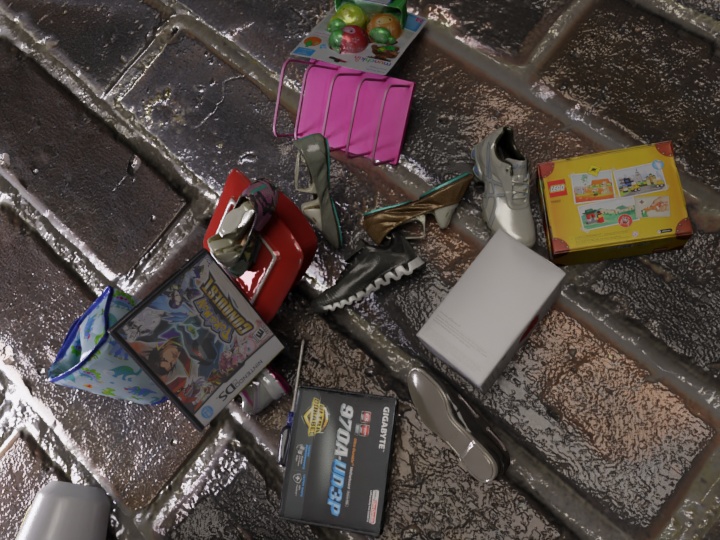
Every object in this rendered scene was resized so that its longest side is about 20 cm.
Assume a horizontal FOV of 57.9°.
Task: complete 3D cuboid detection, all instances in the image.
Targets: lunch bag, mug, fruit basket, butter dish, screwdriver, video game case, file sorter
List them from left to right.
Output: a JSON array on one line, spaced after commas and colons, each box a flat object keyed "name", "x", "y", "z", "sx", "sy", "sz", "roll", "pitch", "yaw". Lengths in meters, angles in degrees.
[{"name": "mug", "x": -0.485, "y": 0.415, "z": 1.028, "sx": 0.184, "sy": 0.150, "sz": 0.155, "roll": 5, "pitch": 67, "yaw": 9}, {"name": "lunch bag", "x": -0.372, "y": 0.138, "z": 1.032, "sx": 0.200, "sy": 0.169, "sz": 0.128, "roll": -42, "pitch": 40, "yaw": 28}, {"name": "video game case", "x": -0.235, "y": 0.102, "z": 0.964, "sx": 0.181, "sy": 0.025, "sz": 0.201, "roll": -44, "pitch": 109, "yaw": -22}, {"name": "butter dish", "x": -0.143, "y": -0.047, "z": 1.080, "sx": 0.200, "sy": 0.147, "sz": 0.200, "roll": 50, "pitch": 134, "yaw": 18}, {"name": "screwdriver", "x": -0.108, "y": 0.211, "z": 1.046, "sx": 0.028, "sy": 0.029, "sz": 0.202, "roll": 4, "pitch": 80, "yaw": 15}, {"name": "file sorter", "x": -0.032, "y": -0.267, "z": 1.092, "sx": 0.198, "sy": 0.125, "sz": 0.140, "roll": 18, "pitch": 109, "yaw": 18}, {"name": "fruit basket", "x": 0.000, "y": -0.419, "z": 1.141, "sx": 0.184, "sy": 0.094, "sz": 0.201, "roll": 19, "pitch": 47, "yaw": 18}]

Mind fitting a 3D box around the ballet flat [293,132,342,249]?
[{"name": "ballet flat", "x": -0.074, "y": -0.124, "z": 1.067, "sx": 0.063, "sy": 0.202, "sz": 0.067, "roll": -13, "pitch": 28, "yaw": -11}]

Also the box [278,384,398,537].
[{"name": "box", "x": -0.031, "y": 0.286, "z": 0.993, "sx": 0.157, "sy": 0.046, "sz": 0.202, "roll": 6, "pitch": 76, "yaw": 10}]

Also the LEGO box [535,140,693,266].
[{"name": "LEGO box", "x": 0.379, "y": -0.099, "z": 0.992, "sx": 0.198, "sy": 0.077, "sz": 0.151, "roll": -8, "pitch": 72, "yaw": 12}]

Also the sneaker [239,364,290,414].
[{"name": "sneaker", "x": -0.211, "y": 0.156, "z": 1.063, "sx": 0.200, "sy": 0.081, "sz": 0.088, "roll": 42, "pitch": 85, "yaw": 21}]

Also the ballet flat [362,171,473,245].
[{"name": "ballet flat", "x": 0.101, "y": -0.093, "z": 1.073, "sx": 0.198, "sy": 0.068, "sz": 0.073, "roll": -22, "pitch": 90, "yaw": 7}]

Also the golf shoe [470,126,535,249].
[{"name": "golf shoe", "x": 0.232, "y": -0.130, "z": 1.020, "sx": 0.077, "sy": 0.097, "sz": 0.202, "roll": -11, "pitch": 71, "yaw": -21}]

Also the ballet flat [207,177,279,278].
[{"name": "ballet flat", "x": -0.183, "y": -0.055, "z": 0.960, "sx": 0.069, "sy": 0.071, "sz": 0.200, "roll": 50, "pitch": 133, "yaw": 15}]

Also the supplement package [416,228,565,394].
[{"name": "supplement package", "x": 0.196, "y": 0.064, "z": 0.967, "sx": 0.119, "sy": 0.121, "sz": 0.201, "roll": 37, "pitch": 86, "yaw": 21}]

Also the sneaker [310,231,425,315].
[{"name": "sneaker", "x": 0.000, "y": 0.000, "z": 1.054, "sx": 0.198, "sy": 0.066, "sz": 0.091, "roll": -26, "pitch": 91, "yaw": 1}]

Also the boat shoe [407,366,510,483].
[{"name": "boat shoe", "x": 0.145, "y": 0.225, "z": 0.976, "sx": 0.200, "sy": 0.057, "sz": 0.067, "roll": 51, "pitch": 126, "yaw": 25}]
